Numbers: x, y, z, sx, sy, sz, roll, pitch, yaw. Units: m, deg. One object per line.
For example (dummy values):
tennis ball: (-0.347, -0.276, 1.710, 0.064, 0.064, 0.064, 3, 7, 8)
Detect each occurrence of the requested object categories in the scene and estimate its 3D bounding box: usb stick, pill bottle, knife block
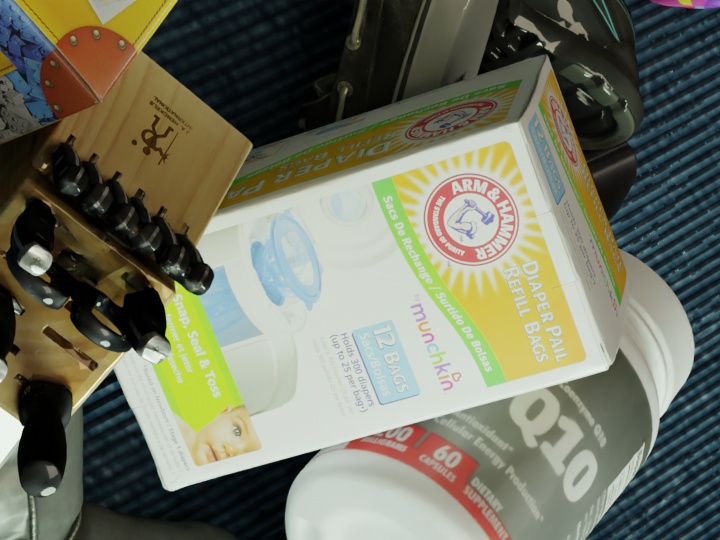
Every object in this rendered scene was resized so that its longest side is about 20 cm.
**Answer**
usb stick: (0.073, -0.023, 0.976, 0.200, 0.033, 0.056, -25, 147, -50)
pill bottle: (0.065, 0.076, 0.913, 0.200, 0.114, 0.114, -44, 126, -40)
knife block: (-0.117, 0.014, 0.683, 0.064, 0.200, 0.176, 39, 54, -16)

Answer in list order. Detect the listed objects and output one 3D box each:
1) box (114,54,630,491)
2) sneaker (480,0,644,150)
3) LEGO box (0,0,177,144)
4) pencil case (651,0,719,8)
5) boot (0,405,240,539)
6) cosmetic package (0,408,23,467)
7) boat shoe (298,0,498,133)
box: (0.000, 0.000, 0.840, 0.101, 0.199, 0.113, -61, 132, -67)
sneaker: (0.066, -0.141, 0.966, 0.200, 0.075, 0.079, 42, 50, -33)
LEGO box: (-0.112, -0.134, 0.722, 0.077, 0.149, 0.200, 49, 50, -24)
pencil case: (0.184, -0.228, 1.010, 0.088, 0.088, 0.201, -18, 112, -32)
boot: (-0.129, 0.066, 0.870, 0.181, 0.072, 0.201, -11, 103, -34)
cosmetic package: (-0.214, 0.079, 0.746, 0.090, 0.107, 0.200, 30, 99, -37)
boat shoe: (0.008, -0.068, 0.931, 0.071, 0.064, 0.201, -37, 150, -60)
